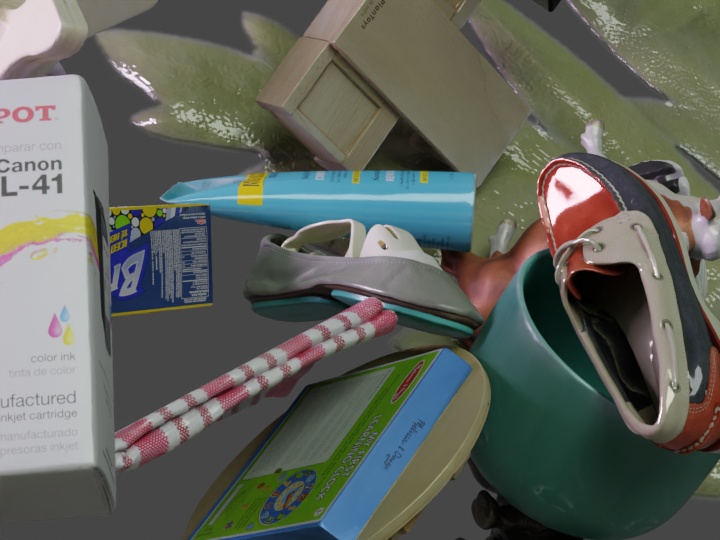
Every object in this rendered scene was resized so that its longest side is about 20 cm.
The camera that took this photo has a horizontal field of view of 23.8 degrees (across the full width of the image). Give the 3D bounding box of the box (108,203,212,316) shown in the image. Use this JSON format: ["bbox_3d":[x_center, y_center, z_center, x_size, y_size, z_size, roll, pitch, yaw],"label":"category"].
[{"bbox_3d":[-0.181,-0.003,0.977,0.199,0.070,0.065,-4,93,-45],"label":"box"}]

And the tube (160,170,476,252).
[{"bbox_3d":[-0.025,-0.043,1.100,0.198,0.051,0.077,4,5,2],"label":"tube"}]

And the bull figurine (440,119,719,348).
[{"bbox_3d":[0.144,-0.022,1.111,0.199,0.065,0.122,-28,46,5],"label":"bull figurine"}]

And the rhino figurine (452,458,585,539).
[{"bbox_3d":[0.097,0.158,1.000,0.087,0.060,0.201,11,46,-33],"label":"rhino figurine"}]

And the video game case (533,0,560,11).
[{"bbox_3d":[0.065,-0.272,1.190,0.180,0.200,0.026,34,81,13],"label":"video game case"}]

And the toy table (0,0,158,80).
[{"bbox_3d":[-0.227,-0.162,1.082,0.183,0.118,0.200,-1,43,-45],"label":"toy table"}]

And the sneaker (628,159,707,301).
[{"bbox_3d":[0.202,0.028,1.142,0.075,0.081,0.202,-6,59,28],"label":"sneaker"}]

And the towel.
[{"bbox_3d":[-0.086,0.079,0.949,0.199,0.146,0.030,-27,88,-34],"label":"towel"}]

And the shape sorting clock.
[{"bbox_3d":[-0.014,0.110,0.931,0.039,0.199,0.200,52,47,-16],"label":"shape sorting clock"}]

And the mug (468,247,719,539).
[{"bbox_3d":[0.141,0.075,0.984,0.184,0.115,0.152,-10,48,-45],"label":"mug"}]

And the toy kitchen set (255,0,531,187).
[{"bbox_3d":[0.013,-0.157,1.240,0.163,0.180,0.201,42,78,-32],"label":"toy kitchen set"}]

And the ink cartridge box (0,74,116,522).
[{"bbox_3d":[-0.195,0.016,0.822,0.146,0.086,0.202,-5,69,-3],"label":"ink cartridge box"}]

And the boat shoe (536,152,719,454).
[{"bbox_3d":[0.136,0.011,0.898,0.062,0.071,0.201,8,44,-35],"label":"boat shoe"}]

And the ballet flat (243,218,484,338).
[{"bbox_3d":[0.000,0.000,1.020,0.067,0.199,0.064,23,77,-38],"label":"ballet flat"}]
